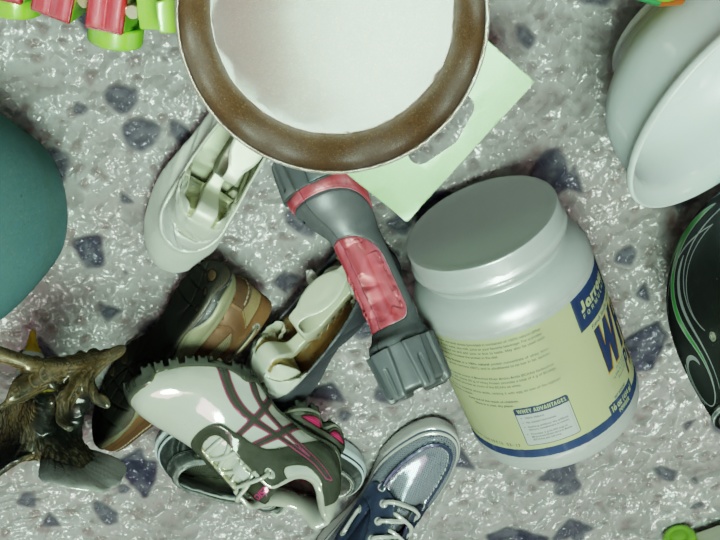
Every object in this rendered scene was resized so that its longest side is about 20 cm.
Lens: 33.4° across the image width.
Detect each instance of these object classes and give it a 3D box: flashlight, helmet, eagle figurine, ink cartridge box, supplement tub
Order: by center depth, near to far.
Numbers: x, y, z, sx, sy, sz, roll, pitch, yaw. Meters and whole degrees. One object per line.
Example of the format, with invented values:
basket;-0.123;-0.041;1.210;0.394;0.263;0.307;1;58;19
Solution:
ink cartridge box;0.003;-0.135;0.823;0.200;0.048;0.146;38;109;-14
flashlight;0.000;0.000;0.896;0.067;0.068;0.201;-22;80;-8
eagle figurine;-0.255;0.119;0.914;0.151;0.151;0.200;36;129;-10
helmet;0.334;0.018;0.939;0.198;0.192;0.200;-2;158;-1
supplement tub;0.128;0.042;0.950;0.144;0.145;0.201;-23;120;6

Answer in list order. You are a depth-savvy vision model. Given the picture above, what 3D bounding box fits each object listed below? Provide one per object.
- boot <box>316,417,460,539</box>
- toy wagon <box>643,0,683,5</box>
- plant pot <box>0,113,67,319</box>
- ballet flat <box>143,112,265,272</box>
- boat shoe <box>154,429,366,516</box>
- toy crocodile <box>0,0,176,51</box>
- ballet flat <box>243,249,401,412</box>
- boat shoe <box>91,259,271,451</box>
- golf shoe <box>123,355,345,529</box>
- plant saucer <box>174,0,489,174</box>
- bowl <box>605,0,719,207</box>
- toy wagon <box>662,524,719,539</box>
boot;0.028;0.230;1.073;0.072;0.091;0.200;26;113;-20
toy wagon;0.126;-0.226;0.788;0.199;0.155;0.040;12;117;-13
plant pot;-0.288;-0.040;0.845;0.134;0.200;0.201;-10;127;-41
ballet flat;-0.109;-0.071;0.904;0.069;0.070;0.200;26;113;-20
boat shoe;-0.081;0.179;1.030;0.199;0.071;0.072;11;118;-26
toy crocodile;-0.205;-0.194;0.811;0.199;0.062;0.068;17;119;4
ballet flat;-0.049;0.052;0.975;0.073;0.073;0.200;36;106;-23
boat shoe;-0.146;0.081;0.979;0.074;0.076;0.200;27;120;-32
golf shoe;-0.091;0.131;0.931;0.199;0.088;0.077;27;127;-29
plant saucer;-0.018;-0.162;0.768;0.199;0.032;0.201;1;114;1
bowl;0.248;-0.148;0.871;0.200;0.091;0.202;-27;150;-17
toy wagon;0.344;0.315;1.190;0.199;0.040;0.156;-21;119;4
